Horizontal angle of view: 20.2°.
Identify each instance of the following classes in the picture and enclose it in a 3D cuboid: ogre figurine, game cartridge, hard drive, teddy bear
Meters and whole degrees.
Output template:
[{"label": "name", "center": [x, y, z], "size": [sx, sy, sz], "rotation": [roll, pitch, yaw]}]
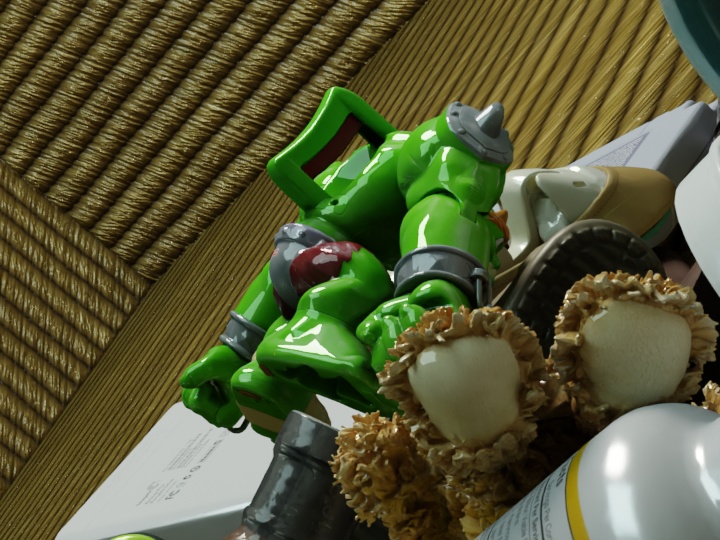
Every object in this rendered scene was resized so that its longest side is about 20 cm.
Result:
[{"label": "ogre figurine", "center": [0.000, 0.000, 0.765], "size": [0.200, 0.098, 0.120], "rotation": [113, -177, -70]}, {"label": "game cartridge", "center": [0.098, -0.017, 1.069], "size": [0.200, 0.041, 0.133], "rotation": [-29, 8, 37]}, {"label": "hard drive", "center": [-0.033, 0.084, 0.934], "size": [0.200, 0.027, 0.132], "rotation": [-16, 20, 33]}, {"label": "teddy bear", "center": [0.062, 0.058, 0.670], "size": [0.145, 0.200, 0.067], "rotation": [-27, 57, 9]}]

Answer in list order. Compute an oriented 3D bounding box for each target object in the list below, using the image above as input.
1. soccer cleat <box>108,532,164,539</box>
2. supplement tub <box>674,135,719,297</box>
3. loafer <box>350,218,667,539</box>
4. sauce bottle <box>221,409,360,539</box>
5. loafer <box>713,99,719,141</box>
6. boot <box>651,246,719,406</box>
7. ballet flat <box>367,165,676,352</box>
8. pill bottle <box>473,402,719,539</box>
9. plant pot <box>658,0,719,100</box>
[{"label": "soccer cleat", "center": [-0.087, 0.204, 0.852], "size": [0.067, 0.200, 0.081], "rotation": [-4, 8, 7]}, {"label": "supplement tub", "center": [0.196, -0.047, 0.534], "size": [0.200, 0.145, 0.145], "rotation": [-47, 9, 23]}, {"label": "loafer", "center": [0.049, 0.070, 0.788], "size": [0.200, 0.076, 0.067], "rotation": [-50, 0, -5]}, {"label": "sauce bottle", "center": [-0.050, 0.146, 0.699], "size": [0.200, 0.066, 0.066], "rotation": [-63, 10, -4]}, {"label": "loafer", "center": [0.213, -0.089, 0.946], "size": [0.200, 0.072, 0.063], "rotation": [149, 141, -82]}, {"label": "boot", "center": [0.150, 0.002, 0.867], "size": [0.186, 0.064, 0.200], "rotation": [-48, 4, 3]}, {"label": "ballet flat", "center": [0.069, -0.010, 0.903], "size": [0.200, 0.063, 0.069], "rotation": [-38, 21, -33]}, {"label": "pill bottle", "center": [0.079, 0.110, 0.597], "size": [0.200, 0.104, 0.104], "rotation": [-44, 10, 29]}, {"label": "plant pot", "center": [0.216, -0.138, 0.732], "size": [0.200, 0.200, 0.188], "rotation": [-47, -5, 19]}]
